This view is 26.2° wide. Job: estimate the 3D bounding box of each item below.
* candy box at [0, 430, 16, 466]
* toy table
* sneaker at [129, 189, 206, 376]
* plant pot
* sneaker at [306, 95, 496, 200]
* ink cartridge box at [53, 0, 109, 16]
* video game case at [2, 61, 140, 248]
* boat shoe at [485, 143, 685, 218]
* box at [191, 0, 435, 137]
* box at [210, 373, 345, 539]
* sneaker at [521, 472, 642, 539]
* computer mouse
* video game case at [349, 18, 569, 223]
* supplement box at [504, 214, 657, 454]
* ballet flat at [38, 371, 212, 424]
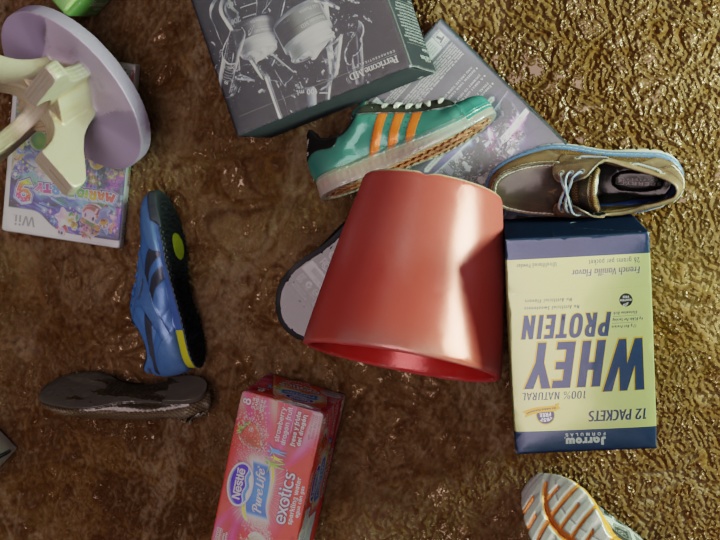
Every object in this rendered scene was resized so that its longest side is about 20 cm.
[{"bbox_3d":[-0.522,0.219,1.763,0.168,0.072,0.200,44,104,5],"label":"candy box"},{"bbox_3d":[-0.323,-0.173,1.602,0.200,0.117,0.184,40,132,5],"label":"toy table"},{"bbox_3d":[-0.225,0.016,1.673,0.078,0.066,0.202,-8,95,18],"label":"sneaker"},{"bbox_3d":[0.056,0.004,1.513,0.199,0.200,0.179,10,81,12],"label":"plant pot"},{"bbox_3d":[0.036,-0.145,1.570,0.199,0.071,0.080,-22,81,7],"label":"sneaker"},{"bbox_3d":[-0.273,-0.388,1.624,0.200,0.084,0.146,-41,87,15],"label":"ink cartridge box"},{"bbox_3d":[-0.319,-0.134,1.700,0.142,0.018,0.202,8,99,12],"label":"video game case"},{"bbox_3d":[0.223,-0.088,1.537,0.198,0.072,0.073,-6,105,7],"label":"boat shoe"},{"bbox_3d":[-0.051,-0.254,1.568,0.199,0.104,0.184,-20,89,17],"label":"box"},{"bbox_3d":[-0.090,0.223,1.648,0.095,0.100,0.202,14,100,11],"label":"box"},{"bbox_3d":[0.247,0.285,1.594,0.200,0.077,0.078,42,100,24],"label":"sneaker"},{"bbox_3d":[0.000,0.000,1.629,0.199,0.053,0.139,-36,89,4],"label":"computer mouse"},{"bbox_3d":[0.106,-0.138,1.600,0.200,0.019,0.143,45,104,4],"label":"video game case"},{"bbox_3d":[0.209,0.055,1.500,0.133,0.200,0.202,-3,97,6],"label":"supplement box"},{"bbox_3d":[-0.258,0.146,1.704,0.198,0.068,0.047,-2,127,10],"label":"ballet flat"}]
